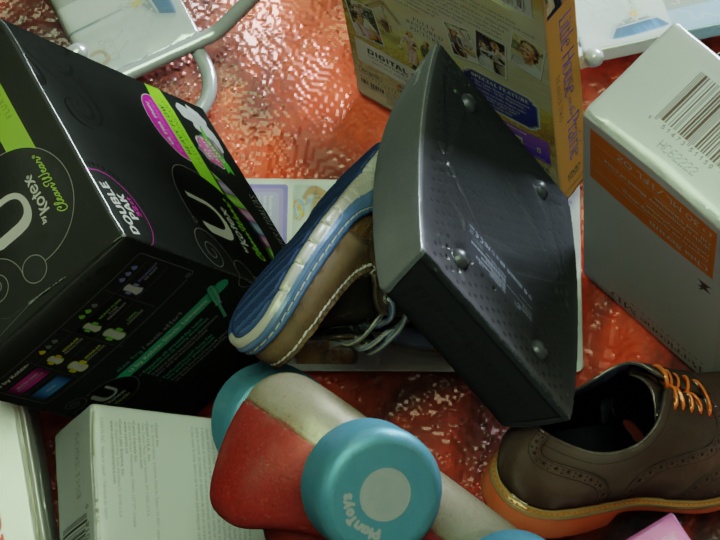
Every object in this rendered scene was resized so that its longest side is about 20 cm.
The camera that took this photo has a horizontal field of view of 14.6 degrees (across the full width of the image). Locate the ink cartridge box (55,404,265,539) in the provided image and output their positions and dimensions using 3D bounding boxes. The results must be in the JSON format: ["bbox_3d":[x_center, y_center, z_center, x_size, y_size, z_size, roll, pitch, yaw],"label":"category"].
[{"bbox_3d":[-0.056,0.137,1.447,0.199,0.050,0.109,9,62,-29],"label":"ink cartridge box"}]

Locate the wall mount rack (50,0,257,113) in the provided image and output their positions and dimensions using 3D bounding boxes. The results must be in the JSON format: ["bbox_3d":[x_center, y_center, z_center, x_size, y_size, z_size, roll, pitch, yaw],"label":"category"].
[{"bbox_3d":[-0.120,-0.183,1.586,0.173,0.075,0.200,-26,68,-7],"label":"wall mount rack"}]

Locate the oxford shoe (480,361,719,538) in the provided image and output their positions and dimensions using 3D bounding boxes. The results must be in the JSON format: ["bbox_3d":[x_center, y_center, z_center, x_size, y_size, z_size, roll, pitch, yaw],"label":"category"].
[{"bbox_3d":[0.158,0.080,1.429,0.199,0.073,0.071,-16,54,-31],"label":"oxford shoe"}]

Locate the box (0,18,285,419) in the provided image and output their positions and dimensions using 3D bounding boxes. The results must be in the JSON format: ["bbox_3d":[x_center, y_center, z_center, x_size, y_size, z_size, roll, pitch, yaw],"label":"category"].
[{"bbox_3d":[-0.141,-0.016,1.435,0.124,0.200,0.149,-40,63,16],"label":"box"}]

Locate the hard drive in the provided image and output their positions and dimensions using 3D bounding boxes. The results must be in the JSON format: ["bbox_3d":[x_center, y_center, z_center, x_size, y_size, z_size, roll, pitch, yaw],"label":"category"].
[{"bbox_3d":[0.058,-0.016,1.412,0.042,0.135,0.200,-31,26,22],"label":"hard drive"}]

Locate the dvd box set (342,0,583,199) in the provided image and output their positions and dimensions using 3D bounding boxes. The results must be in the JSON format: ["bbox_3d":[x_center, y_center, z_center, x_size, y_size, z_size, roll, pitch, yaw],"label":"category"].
[{"bbox_3d":[0.050,-0.133,1.480,0.146,0.200,0.029,30,65,25],"label":"dvd box set"}]

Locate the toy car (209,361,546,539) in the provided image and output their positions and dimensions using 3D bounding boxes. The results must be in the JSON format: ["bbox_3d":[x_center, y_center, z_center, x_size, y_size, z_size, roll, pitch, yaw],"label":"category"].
[{"bbox_3d":[-0.027,0.169,1.341,0.177,0.184,0.200,38,85,-21],"label":"toy car"}]

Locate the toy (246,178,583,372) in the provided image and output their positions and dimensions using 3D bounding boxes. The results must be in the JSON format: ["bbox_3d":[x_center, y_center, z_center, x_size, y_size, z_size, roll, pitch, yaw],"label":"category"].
[{"bbox_3d":[0.020,-0.004,1.519,0.199,0.047,0.116,-1,67,5],"label":"toy"}]

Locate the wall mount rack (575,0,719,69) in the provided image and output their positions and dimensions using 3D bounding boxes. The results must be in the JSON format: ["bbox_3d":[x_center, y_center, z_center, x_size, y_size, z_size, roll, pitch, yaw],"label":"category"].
[{"bbox_3d":[0.168,-0.153,1.536,0.199,0.075,0.174,-13,42,-1],"label":"wall mount rack"}]

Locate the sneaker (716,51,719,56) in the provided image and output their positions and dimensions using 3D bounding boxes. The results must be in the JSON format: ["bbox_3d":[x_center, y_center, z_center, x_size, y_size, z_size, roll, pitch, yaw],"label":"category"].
[{"bbox_3d":[0.238,-0.039,1.507,0.080,0.071,0.201,-20,58,-3],"label":"sneaker"}]

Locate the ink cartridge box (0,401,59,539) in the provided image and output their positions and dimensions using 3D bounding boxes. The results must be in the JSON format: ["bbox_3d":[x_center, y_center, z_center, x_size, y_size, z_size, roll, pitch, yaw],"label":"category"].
[{"bbox_3d":[-0.257,0.140,1.446,0.199,0.083,0.147,-10,80,0],"label":"ink cartridge box"}]

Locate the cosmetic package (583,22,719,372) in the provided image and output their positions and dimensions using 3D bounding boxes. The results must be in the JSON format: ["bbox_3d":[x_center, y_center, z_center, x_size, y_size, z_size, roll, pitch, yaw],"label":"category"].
[{"bbox_3d":[0.171,-0.030,1.434,0.101,0.200,0.071,41,76,20],"label":"cosmetic package"}]

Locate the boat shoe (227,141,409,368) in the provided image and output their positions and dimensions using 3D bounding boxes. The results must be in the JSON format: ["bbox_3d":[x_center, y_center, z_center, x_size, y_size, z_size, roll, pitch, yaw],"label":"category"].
[{"bbox_3d":[0.000,0.000,1.409,0.072,0.072,0.200,44,34,-5],"label":"boat shoe"}]

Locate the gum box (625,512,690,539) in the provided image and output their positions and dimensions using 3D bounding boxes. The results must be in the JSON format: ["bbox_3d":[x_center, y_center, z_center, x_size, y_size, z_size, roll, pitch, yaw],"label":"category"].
[{"bbox_3d":[0.160,0.238,1.391,0.113,0.066,0.200,-30,68,-9],"label":"gum box"}]
